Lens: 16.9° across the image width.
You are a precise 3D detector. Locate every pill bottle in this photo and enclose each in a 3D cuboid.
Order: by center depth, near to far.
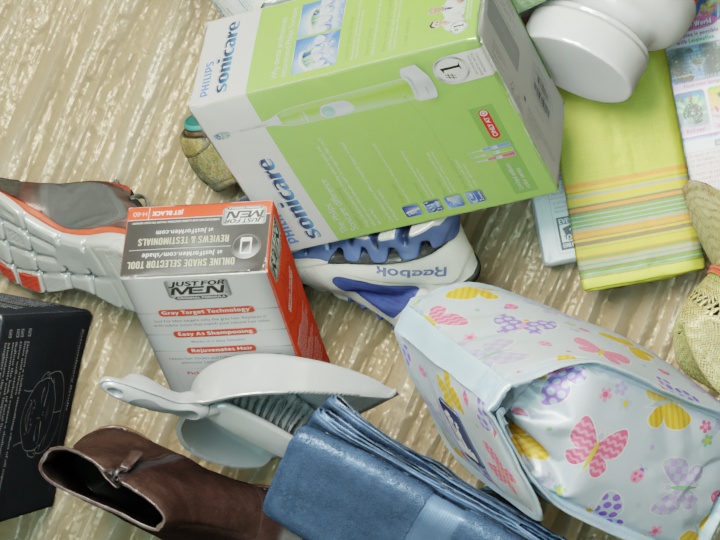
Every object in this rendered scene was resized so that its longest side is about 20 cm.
[{"bbox_3d":[0.183,-0.215,1.598,0.112,0.112,0.200,23,75,9],"label":"pill bottle"}]

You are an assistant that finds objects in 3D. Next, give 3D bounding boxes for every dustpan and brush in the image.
[{"bbox_3d":[-0.090,0.090,1.605,0.140,0.200,0.057,-31,44,39],"label":"dustpan and brush"}]

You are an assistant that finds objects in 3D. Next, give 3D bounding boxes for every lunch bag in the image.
[{"bbox_3d":[0.126,0.093,1.572,0.200,0.170,0.127,26,95,-29],"label":"lunch bag"}]

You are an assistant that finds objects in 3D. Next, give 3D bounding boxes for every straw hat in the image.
[{"bbox_3d":[0.250,0.043,1.567,0.085,0.201,0.201,-43,83,-5],"label":"straw hat"}]

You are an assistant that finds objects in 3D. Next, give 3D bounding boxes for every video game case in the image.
[{"bbox_3d":[0.208,-0.109,1.668,0.200,0.024,0.182,-11,88,11],"label":"video game case"}]

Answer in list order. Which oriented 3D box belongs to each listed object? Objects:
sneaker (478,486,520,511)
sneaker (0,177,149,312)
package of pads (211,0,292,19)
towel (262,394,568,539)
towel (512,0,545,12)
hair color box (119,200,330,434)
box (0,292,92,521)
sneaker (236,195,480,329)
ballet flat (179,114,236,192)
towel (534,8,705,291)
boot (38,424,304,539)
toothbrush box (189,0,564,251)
[{"bbox_3d":[0.088,0.249,1.661,0.073,0.082,0.200,4,90,12],"label":"sneaker"},{"bbox_3d":[-0.200,-0.030,1.727,0.200,0.082,0.077,21,135,25],"label":"sneaker"},{"bbox_3d":[-0.043,-0.255,1.637,0.200,0.068,0.155,-31,82,-35],"label":"package of pads"},{"bbox_3d":[0.037,0.169,1.595,0.200,0.049,0.112,29,136,2],"label":"towel"},{"bbox_3d":[0.054,-0.203,1.518,0.200,0.031,0.149,-25,128,33],"label":"towel"},{"bbox_3d":[-0.088,0.035,1.634,0.101,0.200,0.061,-2,56,10],"label":"hair color box"},{"bbox_3d":[-0.275,0.090,1.666,0.107,0.200,0.149,12,91,11],"label":"box"},{"bbox_3d":[0.001,0.000,1.669,0.199,0.081,0.115,-5,134,35],"label":"sneaker"},{"bbox_3d":[-0.026,-0.102,1.694,0.200,0.071,0.071,-16,87,9],"label":"ballet flat"},{"bbox_3d":[0.177,-0.090,1.655,0.086,0.018,0.200,-10,87,5],"label":"towel"},{"bbox_3d":[-0.116,0.172,1.654,0.200,0.166,0.072,28,95,9],"label":"boot"},{"bbox_3d":[0.013,-0.105,1.557,0.200,0.146,0.086,-14,45,21],"label":"toothbrush box"}]
